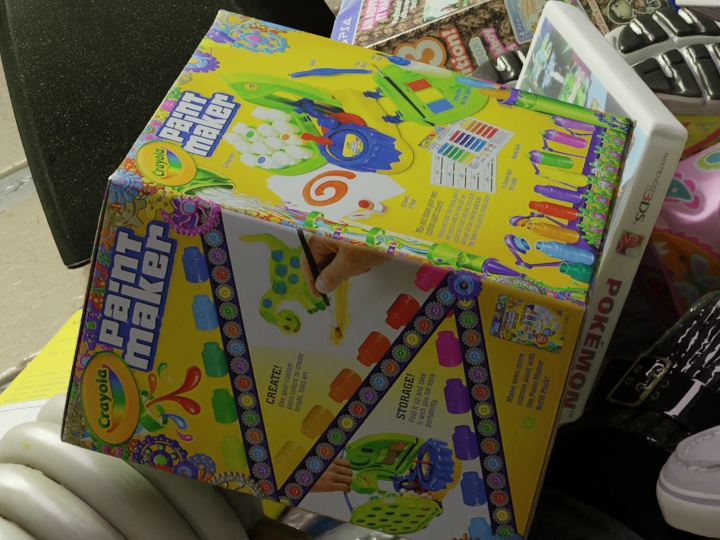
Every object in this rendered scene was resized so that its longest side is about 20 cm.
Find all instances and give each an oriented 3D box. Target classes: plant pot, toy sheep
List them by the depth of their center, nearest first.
[{"bbox_3d":[-0.100,0.111,1.239,0.200,0.138,0.138,-43,28,-28],"label":"toy sheep"},{"bbox_3d":[-0.134,-0.151,1.865,0.199,0.178,0.200,-23,25,10],"label":"plant pot"}]

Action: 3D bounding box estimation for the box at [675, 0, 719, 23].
[{"bbox_3d":[0.263,-0.180,1.453,0.199,0.117,0.060,3,-5,32],"label":"box"}]

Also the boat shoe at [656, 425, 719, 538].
[{"bbox_3d":[0.203,0.051,1.101,0.199,0.069,0.072,-11,19,25],"label":"boat shoe"}]

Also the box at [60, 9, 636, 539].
[{"bbox_3d":[0.000,0.000,1.211,0.192,0.123,0.200,16,26,4],"label":"box"}]

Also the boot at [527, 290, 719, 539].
[{"bbox_3d":[0.142,0.084,1.226,0.157,0.080,0.211,-32,24,-12],"label":"boot"}]

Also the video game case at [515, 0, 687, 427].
[{"bbox_3d":[0.091,-0.017,1.405,0.023,0.183,0.200,15,18,-16],"label":"video game case"}]

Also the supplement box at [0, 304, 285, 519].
[{"bbox_3d":[-0.121,0.107,1.416,0.108,0.110,0.200,-7,30,38],"label":"supplement box"}]

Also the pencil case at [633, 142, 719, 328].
[{"bbox_3d":[0.213,-0.046,1.407,0.199,0.088,0.087,-28,24,-3],"label":"pencil case"}]

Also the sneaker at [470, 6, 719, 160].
[{"bbox_3d":[0.148,-0.080,1.560,0.199,0.091,0.078,-9,45,-11],"label":"sneaker"}]

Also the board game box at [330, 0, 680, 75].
[{"bbox_3d":[0.094,-0.149,1.723,0.199,0.097,0.160,-19,25,17],"label":"board game box"}]
